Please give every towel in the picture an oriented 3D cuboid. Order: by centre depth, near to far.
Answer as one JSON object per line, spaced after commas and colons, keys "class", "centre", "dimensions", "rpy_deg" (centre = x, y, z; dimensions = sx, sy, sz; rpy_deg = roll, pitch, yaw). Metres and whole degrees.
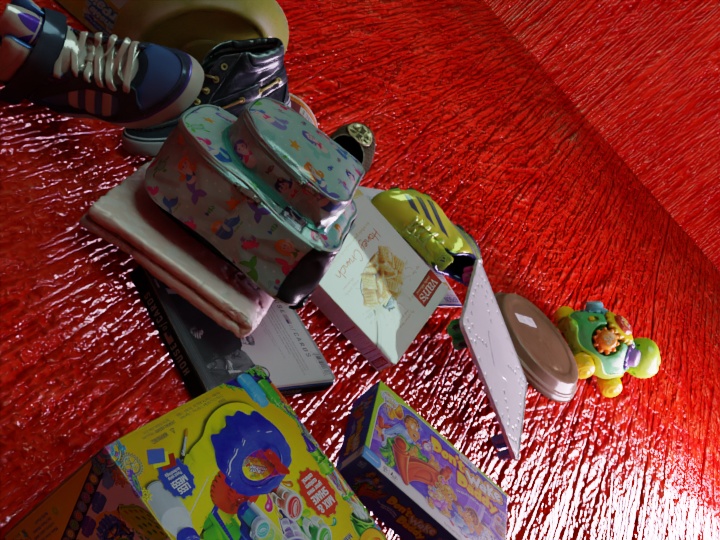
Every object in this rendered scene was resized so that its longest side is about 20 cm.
{"class": "towel", "centre": [-0.162, -0.027, 1.031], "dimensions": [0.191, 0.032, 0.200], "rpy_deg": [36, 21, -5]}

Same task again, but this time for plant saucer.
{"class": "plant saucer", "centre": [-0.178, -0.248, 1.173], "dimensions": [0.200, 0.200, 0.031], "rpy_deg": [23, 45, -43]}
{"class": "plant saucer", "centre": [0.265, 0.110, 1.584], "dimensions": [0.200, 0.029, 0.200], "rpy_deg": [36, 28, -23]}

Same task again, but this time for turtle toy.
{"class": "turtle toy", "centre": [0.411, 0.125, 1.711], "dimensions": [0.200, 0.101, 0.146], "rpy_deg": [32, 30, -31]}

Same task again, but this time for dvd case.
{"class": "dvd case", "centre": [-0.121, 0.059, 1.031], "dimensions": [0.200, 0.025, 0.150], "rpy_deg": [4, 50, -57]}

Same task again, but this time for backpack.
{"class": "backpack", "centre": [-0.101, -0.081, 1.010], "dimensions": [0.200, 0.151, 0.178], "rpy_deg": [32, 21, -3]}

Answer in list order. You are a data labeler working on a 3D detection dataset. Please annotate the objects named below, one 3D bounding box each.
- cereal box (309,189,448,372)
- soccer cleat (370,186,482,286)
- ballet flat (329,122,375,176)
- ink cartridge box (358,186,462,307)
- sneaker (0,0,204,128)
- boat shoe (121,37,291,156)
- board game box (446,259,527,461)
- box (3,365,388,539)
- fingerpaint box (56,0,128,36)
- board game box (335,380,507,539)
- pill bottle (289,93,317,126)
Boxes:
{"class": "cereal box", "centre": [0.000, 0.000, 1.222], "dimensions": [0.200, 0.040, 0.144], "rpy_deg": [46, 51, -9]}
{"class": "soccer cleat", "centre": [0.094, -0.044, 1.388], "dimensions": [0.200, 0.065, 0.084], "rpy_deg": [31, 38, -36]}
{"class": "ballet flat", "centre": [-0.036, -0.124, 1.300], "dimensions": [0.067, 0.046, 0.200], "rpy_deg": [36, 55, 3]}
{"class": "ink cartridge box", "centre": [0.030, -0.024, 1.376], "dimensions": [0.196, 0.043, 0.200], "rpy_deg": [4, 53, -58]}
{"class": "sneaker", "centre": [-0.264, -0.198, 0.970], "dimensions": [0.146, 0.200, 0.081], "rpy_deg": [37, 61, -58]}
{"class": "boat shoe", "centre": [-0.170, -0.193, 1.131], "dimensions": [0.200, 0.091, 0.071], "rpy_deg": [-22, 40, -26]}
{"class": "board game box", "centre": [0.165, 0.112, 1.335], "dimensions": [0.200, 0.026, 0.200], "rpy_deg": [-62, 132, -64]}
{"class": "box", "centre": [-0.103, 0.200, 0.748], "dimensions": [0.193, 0.122, 0.200], "rpy_deg": [53, 25, 6]}
{"class": "fingerpaint box", "centre": [-0.239, -0.330, 1.221], "dimensions": [0.200, 0.167, 0.073], "rpy_deg": [40, 28, -16]}
{"class": "board game box", "centre": [0.067, 0.225, 1.079], "dimensions": [0.200, 0.045, 0.135], "rpy_deg": [43, 26, -13]}
{"class": "pill bottle", "centre": [-0.111, -0.124, 1.206], "dimensions": [0.110, 0.110, 0.200], "rpy_deg": [40, 26, -19]}
